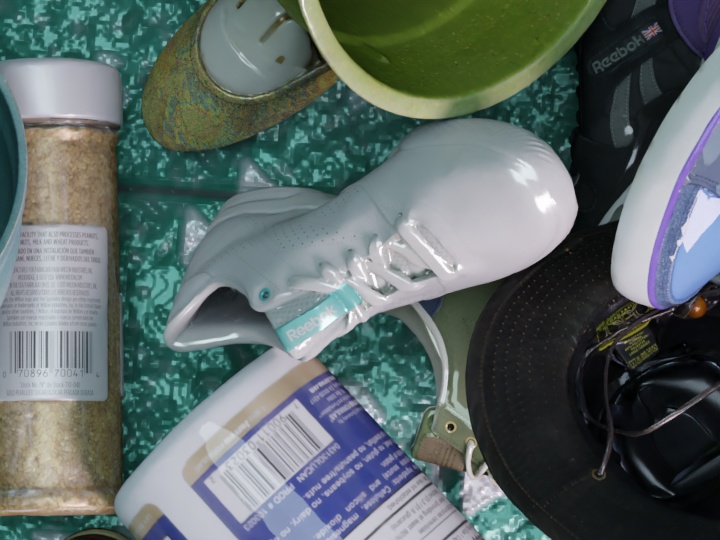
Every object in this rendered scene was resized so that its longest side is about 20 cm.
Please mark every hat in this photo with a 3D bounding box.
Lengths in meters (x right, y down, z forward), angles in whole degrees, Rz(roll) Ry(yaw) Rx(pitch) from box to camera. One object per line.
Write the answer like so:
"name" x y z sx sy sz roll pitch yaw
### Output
"hat" 0.142 0.069 1.052 0.200 0.081 0.201 -3 52 4

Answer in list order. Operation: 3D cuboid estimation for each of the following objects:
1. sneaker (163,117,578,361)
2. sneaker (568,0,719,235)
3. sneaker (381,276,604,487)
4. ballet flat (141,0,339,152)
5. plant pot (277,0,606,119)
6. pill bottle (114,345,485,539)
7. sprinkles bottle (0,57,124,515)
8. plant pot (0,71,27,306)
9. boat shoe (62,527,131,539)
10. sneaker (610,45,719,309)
"sneaker" 0.000 0.000 1.059 0.075 0.200 0.089 55 46 -19
"sneaker" 0.125 -0.082 1.116 0.088 0.076 0.200 46 125 23
"sneaker" 0.066 0.072 1.124 0.090 0.067 0.200 -23 77 -10
"ballet flat" -0.015 -0.121 1.151 0.200 0.071 0.071 -29 84 0
"plant pot" -0.011 -0.187 1.054 0.190 0.200 0.200 29 86 42
"pill bottle" -0.001 0.137 1.104 0.111 0.111 0.200 -42 84 -1
"sprinkles bottle" -0.139 0.008 1.145 0.068 0.068 0.200 -1 85 3
"plant pot" -0.237 -0.006 1.086 0.200 0.134 0.200 2 58 -3
"boat shoe" -0.081 0.204 1.126 0.073 0.065 0.200 -36 85 -2
"sneaker" 0.205 -0.042 0.999 0.146 0.081 0.200 35 90 25
